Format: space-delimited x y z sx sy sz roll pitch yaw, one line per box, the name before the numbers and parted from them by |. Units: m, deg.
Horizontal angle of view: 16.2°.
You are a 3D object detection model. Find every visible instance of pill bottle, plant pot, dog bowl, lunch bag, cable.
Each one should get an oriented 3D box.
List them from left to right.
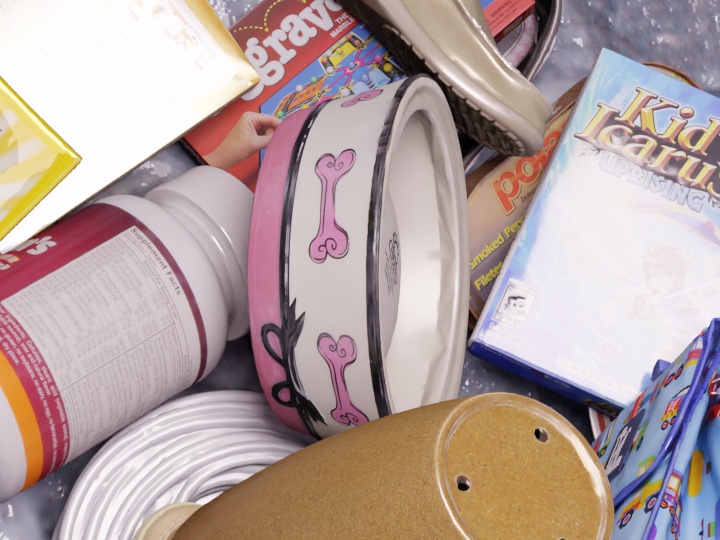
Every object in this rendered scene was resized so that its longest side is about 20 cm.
pill bottle | -0.139 0.028 1.302 0.200 0.110 0.110 -32 92 -33
cable | -0.067 0.163 1.337 0.200 0.069 0.200 -40 94 -20
dog bowl | 0.000 0.000 1.300 0.074 0.200 0.201 0 79 16
plant pot | 0.025 0.140 1.173 0.186 0.200 0.187 16 53 -22
lunch bag | 0.151 0.127 1.260 0.094 0.151 0.200 20 52 -10

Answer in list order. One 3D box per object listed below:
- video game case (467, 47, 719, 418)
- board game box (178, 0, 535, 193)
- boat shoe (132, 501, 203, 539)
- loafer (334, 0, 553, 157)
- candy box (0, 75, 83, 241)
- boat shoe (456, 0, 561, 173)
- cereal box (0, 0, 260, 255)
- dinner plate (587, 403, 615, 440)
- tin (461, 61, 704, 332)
video game case | 0.185 0.000 1.382 0.200 0.045 0.182 24 78 3
board game box | -0.011 -0.120 1.400 0.200 0.019 0.103 -41 76 -13
boat shoe | -0.029 0.189 1.273 0.200 0.063 0.073 40 72 -7
loafer | 0.039 -0.145 1.360 0.068 0.076 0.200 -41 77 -7
candy box | -0.248 -0.023 1.296 0.200 0.026 0.102 -45 97 -2
boat shoe | 0.045 -0.090 1.423 0.067 0.057 0.200 40 71 -9
cereal box | -0.174 -0.103 1.345 0.200 0.040 0.144 -35 93 -11
dinner plate | 0.221 0.071 1.420 0.200 0.024 0.201 3 77 -13
tin | 0.125 -0.038 1.443 0.200 0.042 0.112 -40 110 -21
